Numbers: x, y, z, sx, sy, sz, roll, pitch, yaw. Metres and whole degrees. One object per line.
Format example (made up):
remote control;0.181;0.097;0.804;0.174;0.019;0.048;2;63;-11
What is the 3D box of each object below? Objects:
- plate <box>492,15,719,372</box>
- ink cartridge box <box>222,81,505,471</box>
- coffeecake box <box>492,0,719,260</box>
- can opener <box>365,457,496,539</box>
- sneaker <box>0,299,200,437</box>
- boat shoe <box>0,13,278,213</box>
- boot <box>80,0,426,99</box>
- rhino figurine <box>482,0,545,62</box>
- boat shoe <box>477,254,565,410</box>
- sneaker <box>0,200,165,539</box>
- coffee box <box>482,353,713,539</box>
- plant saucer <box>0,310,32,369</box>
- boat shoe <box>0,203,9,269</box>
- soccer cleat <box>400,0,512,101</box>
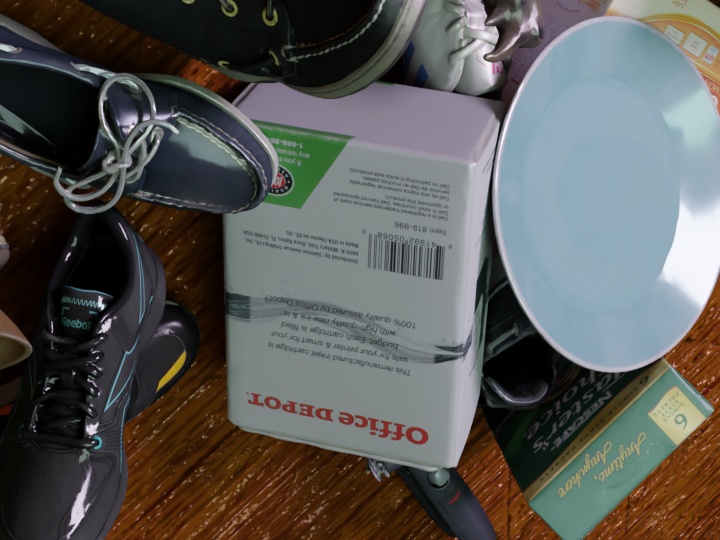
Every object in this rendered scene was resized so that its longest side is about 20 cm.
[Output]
plate;0.143;-0.043;0.848;0.198;0.025;0.203;-1;91;-38
ink cartridge box;0.000;0.000;0.839;0.145;0.083;0.202;11;122;13
coffeecake box;0.149;-0.090;0.926;0.152;0.073;0.202;20;107;-39
can opener;0.051;0.140;1.013;0.078;0.063;0.201;-36;130;-7
sneaker;-0.169;0.093;0.833;0.198;0.090;0.071;-28;129;-13
boat shoe;-0.133;-0.072;0.733;0.198;0.062;0.075;27;114;-18
boot;-0.075;-0.141;0.686;0.152;0.203;0.074;21;84;-33
rhino figurine;0.084;-0.199;0.780;0.087;0.059;0.203;26;68;-33
boat shoe;0.095;0.056;0.933;0.071;0.069;0.201;0;153;-12
sneaker;-0.153;0.056;0.768;0.074;0.202;0.080;6;150;4
coffee box;0.146;0.090;0.951;0.123;0.200;0.044;-44;101;7
plant saucer;-0.260;0.029;0.709;0.198;0.200;0.036;0;77;-31
boat shoe;-0.274;-0.029;0.718;0.197;0.076;0.075;-2;87;-21
soccer cleat;0.054;-0.148;0.824;0.069;0.086;0.202;-24;127;-16
